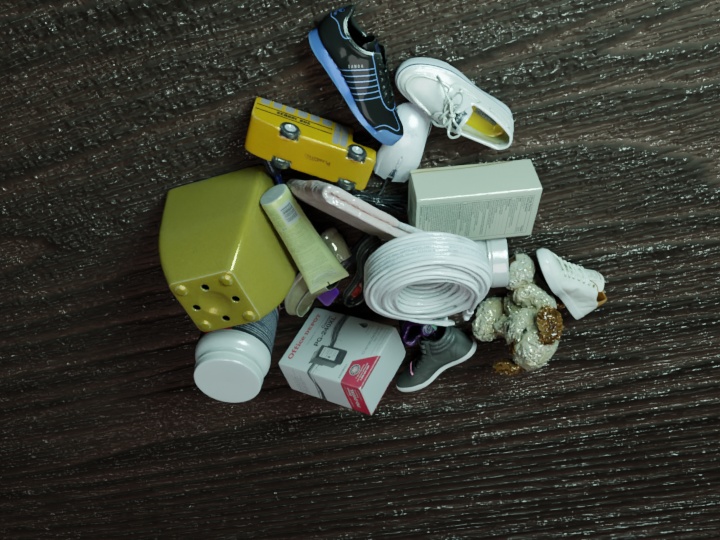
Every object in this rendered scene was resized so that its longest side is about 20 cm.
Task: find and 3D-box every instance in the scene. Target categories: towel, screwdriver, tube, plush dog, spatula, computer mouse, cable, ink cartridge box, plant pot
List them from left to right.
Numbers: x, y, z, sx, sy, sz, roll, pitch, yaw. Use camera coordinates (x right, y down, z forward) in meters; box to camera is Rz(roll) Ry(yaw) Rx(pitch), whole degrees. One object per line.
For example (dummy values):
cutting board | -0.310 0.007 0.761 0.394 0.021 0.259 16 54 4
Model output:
plant pot | -0.223 -0.017 1.090 0.191 0.203 0.196 -11 132 16
screwdriver | -0.129 -0.129 1.093 0.029 0.028 0.203 -25 129 -11
tube | -0.096 -0.048 1.084 0.057 0.052 0.202 5 137 43
ink cartridge box | -0.036 0.166 1.238 0.196 0.146 0.084 10 141 33
spatula | -0.032 -0.007 1.206 0.056 0.021 0.200 42 123 0
towel | -0.011 -0.092 1.022 0.188 0.199 0.033 25 89 -24
cable | 0.000 0.000 1.144 0.096 0.051 0.201 -29 152 -8
computer mouse | 0.054 -0.170 1.034 0.107 0.045 0.202 14 133 -8
cable | 0.101 0.013 0.985 0.195 0.071 0.201 5 151 -17
plush dog | 0.303 0.100 1.176 0.157 0.174 0.202 17 133 -10

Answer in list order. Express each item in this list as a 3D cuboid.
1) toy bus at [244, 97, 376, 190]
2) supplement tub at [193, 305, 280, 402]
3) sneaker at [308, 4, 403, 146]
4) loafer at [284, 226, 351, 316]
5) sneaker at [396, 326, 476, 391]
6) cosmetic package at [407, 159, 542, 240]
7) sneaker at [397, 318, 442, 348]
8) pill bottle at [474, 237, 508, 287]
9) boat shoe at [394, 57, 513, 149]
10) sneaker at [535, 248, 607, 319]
toy bus | -0.075 -0.192 0.999 0.195 0.079 0.066 16 132 -11
supplement tub | -0.229 0.125 1.222 0.136 0.203 0.143 2 134 2
sneaker | 0.013 -0.269 0.916 0.077 0.071 0.201 -25 119 30
loafer | -0.077 0.017 1.179 0.068 0.075 0.202 39 127 14
sneaker | 0.130 0.169 1.332 0.198 0.072 0.099 -36 120 25
cosmetic package | 0.176 -0.107 1.038 0.194 0.074 0.105 -6 139 -4
sneaker | 0.149 0.077 1.227 0.074 0.089 0.199 32 128 -25
pill bottle | 0.150 -0.015 1.123 0.194 0.116 0.116 -4 133 9
boat shoe | 0.137 -0.228 0.943 0.199 0.087 0.075 26 130 -19
sneaker | 0.378 0.009 1.164 0.084 0.074 0.199 -29 136 24
